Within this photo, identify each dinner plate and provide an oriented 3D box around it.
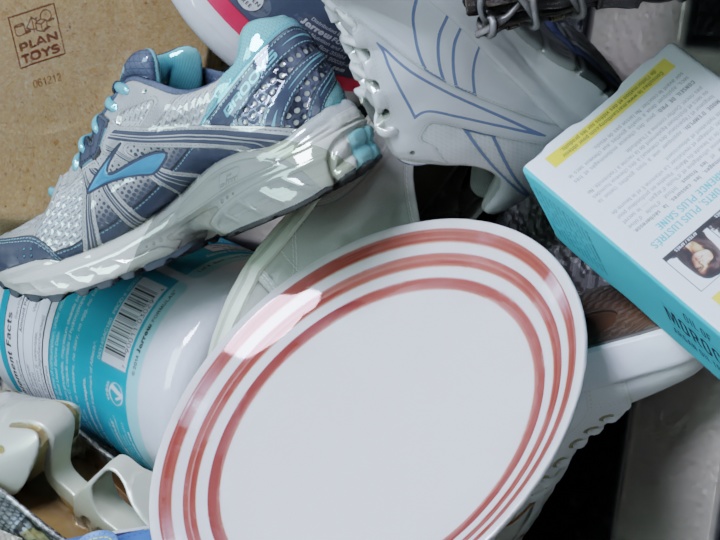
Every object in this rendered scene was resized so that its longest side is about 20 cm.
[{"bbox_3d":[0.004,0.064,1.127,0.199,0.024,0.201,-21,42,20],"label":"dinner plate"}]

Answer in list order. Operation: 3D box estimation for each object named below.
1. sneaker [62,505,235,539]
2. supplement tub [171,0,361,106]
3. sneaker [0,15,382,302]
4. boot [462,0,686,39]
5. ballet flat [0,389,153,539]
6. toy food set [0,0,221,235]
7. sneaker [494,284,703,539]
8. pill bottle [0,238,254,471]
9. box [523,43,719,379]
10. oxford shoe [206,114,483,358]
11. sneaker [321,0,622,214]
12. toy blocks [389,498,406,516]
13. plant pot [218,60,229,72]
[{"bbox_3d":[-0.077,0.133,1.174,0.082,0.198,0.074,107,150,-67],"label":"sneaker"},{"bbox_3d":[0.015,-0.177,1.201,0.200,0.140,0.141,-43,56,35],"label":"supplement tub"},{"bbox_3d":[-0.083,-0.049,1.207,0.199,0.078,0.087,-22,92,32],"label":"sneaker"},{"bbox_3d":[0.124,-0.111,1.055,0.069,0.173,0.201,84,174,-60],"label":"boot"},{"bbox_3d":[-0.125,0.096,1.266,0.200,0.072,0.072,35,113,17],"label":"ballet flat"},{"bbox_3d":[-0.153,-0.106,1.261,0.049,0.200,0.199,23,145,60],"label":"toy food set"},{"bbox_3d":[0.075,0.064,1.176,0.199,0.073,0.085,-20,104,37],"label":"sneaker"},{"bbox_3d":[-0.103,0.028,1.327,0.199,0.110,0.112,24,102,47],"label":"pill bottle"},{"bbox_3d":[0.155,-0.001,1.068,0.082,0.049,0.200,-39,48,-7],"label":"box"},{"bbox_3d":[0.000,0.000,1.222,0.058,0.075,0.201,37,92,42],"label":"oxford shoe"},{"bbox_3d":[0.027,-0.087,1.127,0.087,0.200,0.075,-44,35,14],"label":"sneaker"},{"bbox_3d":[0.046,0.202,1.157,0.137,0.100,0.201,42,132,27],"label":"toy blocks"},{"bbox_3d":[-0.157,-0.178,1.384,0.200,0.186,0.189,24,103,61],"label":"plant pot"}]
